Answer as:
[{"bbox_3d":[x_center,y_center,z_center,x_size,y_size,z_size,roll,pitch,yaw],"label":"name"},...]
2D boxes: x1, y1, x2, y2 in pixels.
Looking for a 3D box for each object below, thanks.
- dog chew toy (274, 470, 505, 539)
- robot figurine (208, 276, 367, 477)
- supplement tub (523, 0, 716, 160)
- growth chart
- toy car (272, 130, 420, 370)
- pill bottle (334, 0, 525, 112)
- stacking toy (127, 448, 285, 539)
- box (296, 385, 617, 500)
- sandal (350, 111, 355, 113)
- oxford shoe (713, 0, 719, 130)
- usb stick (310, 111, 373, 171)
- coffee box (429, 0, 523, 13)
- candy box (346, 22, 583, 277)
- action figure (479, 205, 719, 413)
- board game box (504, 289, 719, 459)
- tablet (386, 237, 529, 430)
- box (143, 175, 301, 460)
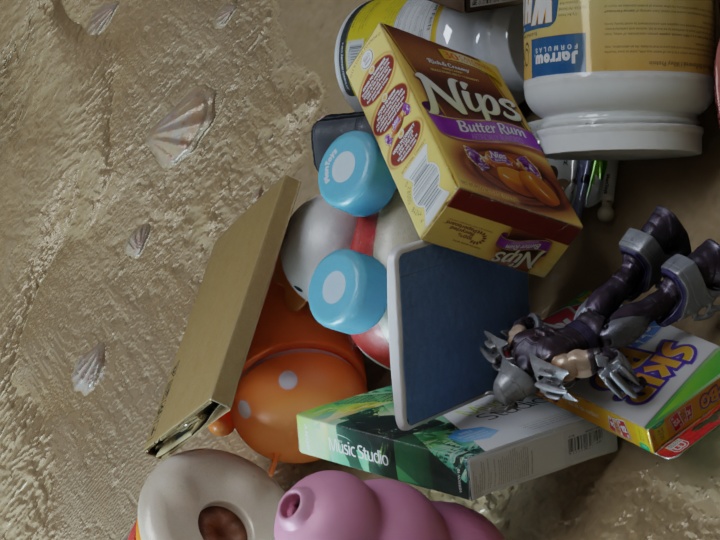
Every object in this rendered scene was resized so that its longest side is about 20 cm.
[{"bbox_3d":[0.019,0.203,1.567,0.125,0.200,0.125,-29,43,31],"label":"dog chew toy"},{"bbox_3d":[-0.054,0.073,1.824,0.200,0.144,0.117,-100,12,-45],"label":"robot figurine"},{"bbox_3d":[0.194,-0.186,1.674,0.145,0.145,0.200,-2,88,48],"label":"supplement tub"},{"bbox_3d":[0.128,-0.067,1.794,0.200,0.018,0.145,-15,57,34],"label":"growth chart"},{"bbox_3d":[0.000,0.000,1.741,0.200,0.184,0.177,-12,68,45],"label":"toy car"},{"bbox_3d":[0.080,-0.183,1.876,0.200,0.112,0.112,-1,62,48],"label":"pill bottle"},{"bbox_3d":[-0.148,0.249,1.818,0.200,0.146,0.146,-48,32,44],"label":"stacking toy"},{"bbox_3d":[0.068,0.118,1.637,0.200,0.144,0.036,7,107,51],"label":"box"},{"bbox_3d":[0.018,-0.086,1.921,0.075,0.045,0.200,-52,41,2],"label":"sandal"},{"bbox_3d":[0.300,-0.154,1.642,0.075,0.070,0.200,-1,72,15],"label":"oxford shoe"},{"bbox_3d":[0.041,-0.109,1.852,0.200,0.033,0.055,-3,88,39],"label":"usb stick"},{"bbox_3d":[0.139,-0.267,1.796,0.114,0.200,0.080,31,127,58],"label":"coffee box"},{"bbox_3d":[0.073,-0.091,1.643,0.056,0.117,0.200,-55,37,27],"label":"candy box"},{"bbox_3d":[0.169,0.042,1.565,0.200,0.069,0.130,-35,38,-16],"label":"action figure"},{"bbox_3d":[0.190,0.072,1.590,0.096,0.030,0.200,-33,33,-21],"label":"board game box"},{"bbox_3d":[0.074,0.034,1.620,0.014,0.200,0.130,2,100,32],"label":"tablet"},{"bbox_3d":[-0.109,0.039,1.760,0.163,0.021,0.200,-38,30,60],"label":"box"}]
